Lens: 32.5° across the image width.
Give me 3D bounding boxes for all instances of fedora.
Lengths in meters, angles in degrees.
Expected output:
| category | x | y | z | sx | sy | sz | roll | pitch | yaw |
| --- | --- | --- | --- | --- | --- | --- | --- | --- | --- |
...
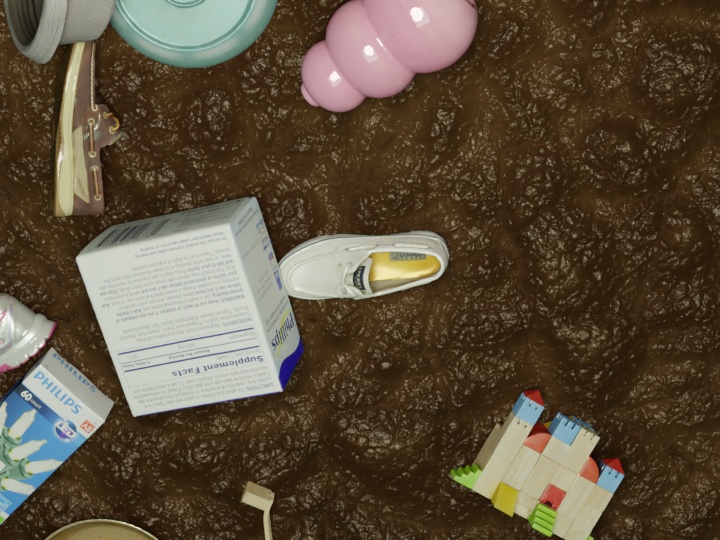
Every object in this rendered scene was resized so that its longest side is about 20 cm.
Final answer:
| category | x | y | z | sx | sy | sz | roll | pitch | yaw |
| --- | --- | --- | --- | --- | --- | --- | --- | --- | --- |
| fedora | -0.302 | -0.310 | 1.253 | 0.090 | 0.177 | 0.200 | -5 | 72 | -32 |

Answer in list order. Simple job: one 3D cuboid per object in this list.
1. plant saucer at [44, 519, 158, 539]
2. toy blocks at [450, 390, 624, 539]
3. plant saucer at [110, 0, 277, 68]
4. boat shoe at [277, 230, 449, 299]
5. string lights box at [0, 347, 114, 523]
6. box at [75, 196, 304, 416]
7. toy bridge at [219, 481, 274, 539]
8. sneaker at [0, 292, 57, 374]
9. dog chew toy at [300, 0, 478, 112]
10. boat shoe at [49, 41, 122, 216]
| category | x | y | z | sx | sy | sz | roll | pitch | yaw |
| --- | --- | --- | --- | --- | --- | --- | --- | --- | --- |
| plant saucer | -0.313 | 0.390 | 1.538 | 0.200 | 0.035 | 0.201 | 0 | 108 | 1 |
| toy blocks | 0.225 | 0.226 | 1.451 | 0.200 | 0.100 | 0.137 | 29 | 96 | -8 |
| plant saucer | -0.185 | -0.311 | 1.301 | 0.200 | 0.027 | 0.201 | 0 | 108 | 1 |
| boat shoe | 0.000 | 0.000 | 1.379 | 0.199 | 0.070 | 0.071 | -5 | 108 | 5 |
| string lights box | -0.398 | 0.198 | 1.462 | 0.103 | 0.059 | 0.200 | 43 | 104 | -11 |
| box | -0.184 | 0.040 | 1.367 | 0.184 | 0.105 | 0.200 | -11 | 108 | 15 |
| toy bridge | -0.149 | 0.357 | 1.528 | 0.067 | 0.027 | 0.200 | 23 | 108 | -8 |
| sneaker | -0.449 | 0.096 | 1.423 | 0.200 | 0.081 | 0.088 | -39 | 103 | 4 |
| dog chew toy | 0.021 | -0.237 | 1.277 | 0.200 | 0.125 | 0.125 | -34 | 105 | 19 |
| boat shoe | -0.294 | -0.155 | 1.341 | 0.072 | 0.072 | 0.200 | 2 | 105 | -21 |
